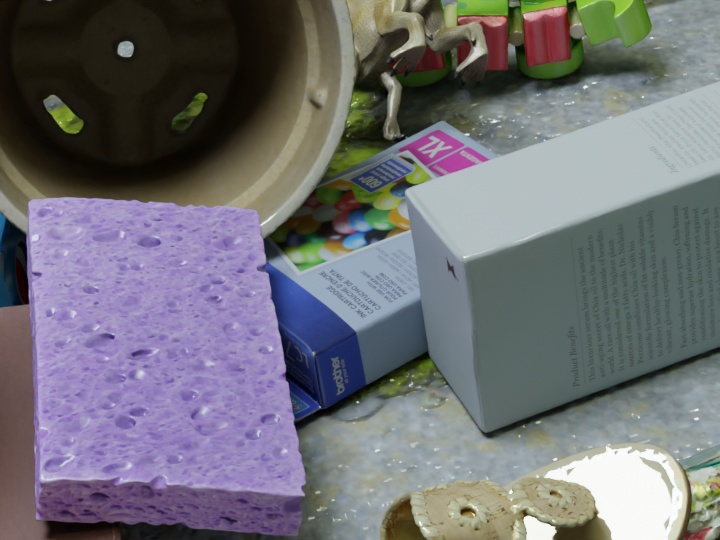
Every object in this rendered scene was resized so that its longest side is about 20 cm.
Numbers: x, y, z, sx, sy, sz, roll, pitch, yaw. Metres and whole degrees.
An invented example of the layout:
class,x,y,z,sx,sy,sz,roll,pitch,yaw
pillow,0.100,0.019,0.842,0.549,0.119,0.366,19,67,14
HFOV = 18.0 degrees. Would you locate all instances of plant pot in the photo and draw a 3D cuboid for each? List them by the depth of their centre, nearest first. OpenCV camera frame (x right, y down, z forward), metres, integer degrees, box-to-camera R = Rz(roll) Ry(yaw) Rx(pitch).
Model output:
class,x,y,z,sx,sy,sz,roll,pitch,yaw
plant pot,-0.116,-0.110,1.167,0.199,0.202,0.183,-16,11,-8

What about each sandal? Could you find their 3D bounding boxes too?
class,x,y,z,sx,sy,sz,roll,pitch,yaw
sandal,0.027,0.119,0.876,0.211,0.070,0.078,-28,53,7

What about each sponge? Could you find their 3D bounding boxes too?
class,x,y,z,sx,sy,sz,roll,pitch,yaw
sponge,-0.090,0.038,1.003,0.111,0.030,0.201,3,37,-12

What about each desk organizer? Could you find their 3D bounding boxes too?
class,x,y,z,sx,sy,sz,roll,pitch,yaw
desk organizer,-0.143,0.099,0.996,0.076,0.072,0.201,-6,37,-5

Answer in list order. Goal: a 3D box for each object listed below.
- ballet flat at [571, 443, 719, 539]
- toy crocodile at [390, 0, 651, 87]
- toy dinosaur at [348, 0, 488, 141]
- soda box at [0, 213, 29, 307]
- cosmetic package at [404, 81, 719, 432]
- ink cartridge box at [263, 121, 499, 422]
class,x,y,z,sx,sy,sz,roll,pitch,yaw
ballet flat,0.170,0.096,0.945,0.199,0.076,0.064,-25,69,-13
toy crocodile,0.063,-0.136,1.268,0.198,0.068,0.062,-3,36,8
toy dinosaur,0.023,-0.137,1.205,0.200,0.058,0.101,-46,46,17
soda box,-0.266,0.008,1.150,0.198,0.068,0.064,-5,37,6
cosmetic package,0.129,-0.012,1.059,0.199,0.102,0.071,-19,36,-14
ink cartridge box,0.000,0.000,1.126,0.199,0.042,0.119,-30,40,-23
